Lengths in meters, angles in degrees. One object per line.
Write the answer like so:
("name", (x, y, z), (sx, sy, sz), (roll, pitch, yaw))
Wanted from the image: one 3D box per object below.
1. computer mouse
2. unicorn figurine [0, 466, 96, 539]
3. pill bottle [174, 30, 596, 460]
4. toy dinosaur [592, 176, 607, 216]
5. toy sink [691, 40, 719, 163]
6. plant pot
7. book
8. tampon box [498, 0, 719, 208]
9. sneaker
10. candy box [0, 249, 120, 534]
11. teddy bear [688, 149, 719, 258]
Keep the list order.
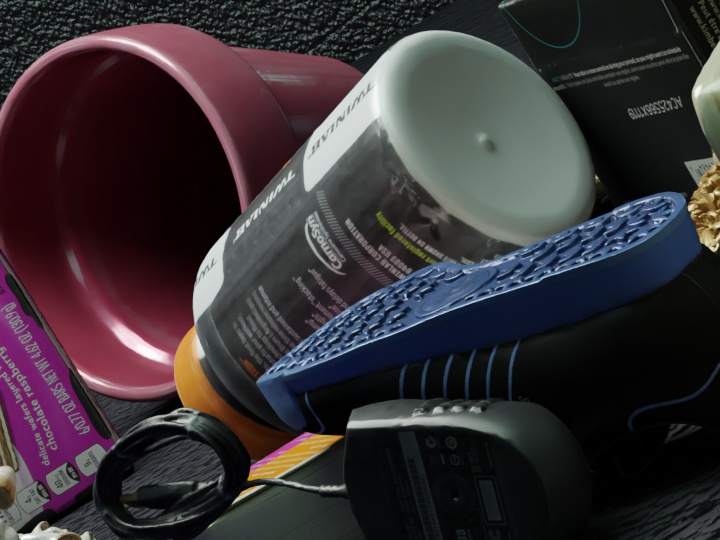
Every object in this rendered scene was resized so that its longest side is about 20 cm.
("computer mouse", (-0.007, 0.067, 0.936), (0.200, 0.059, 0.034), (-1, 18, 38))
("unicorn figurine", (-0.149, 0.133, 1.117), (0.200, 0.074, 0.137), (-43, 2, -31))
("pill bottle", (0.000, 0.000, 1.200), (0.200, 0.106, 0.106), (-46, -4, 41))
("toy dinosaur", (0.086, -0.027, 1.355), (0.088, 0.048, 0.200), (-29, 8, -40))
("toy sink", (0.176, -0.040, 0.758), (0.112, 0.131, 0.200), (-28, 8, 22))
("plant pot", (-0.075, -0.043, 1.601), (0.200, 0.201, 0.179), (-25, -5, 42))
("book", (0.005, 0.067, 1.071), (0.200, 0.048, 0.134), (-32, 6, -14))
("tampon box", (0.188, -0.108, 1.153), (0.200, 0.126, 0.150), (-33, 8, -17))
("sneaker", (0.047, 0.038, 0.944), (0.200, 0.078, 0.070), (-18, 16, 50))
("candy box", (-0.236, 0.094, 1.491), (0.200, 0.137, 0.061), (-33, 7, -3))
("teddy bear", (0.194, -0.051, 0.991), (0.200, 0.067, 0.145), (-25, 8, 36))
